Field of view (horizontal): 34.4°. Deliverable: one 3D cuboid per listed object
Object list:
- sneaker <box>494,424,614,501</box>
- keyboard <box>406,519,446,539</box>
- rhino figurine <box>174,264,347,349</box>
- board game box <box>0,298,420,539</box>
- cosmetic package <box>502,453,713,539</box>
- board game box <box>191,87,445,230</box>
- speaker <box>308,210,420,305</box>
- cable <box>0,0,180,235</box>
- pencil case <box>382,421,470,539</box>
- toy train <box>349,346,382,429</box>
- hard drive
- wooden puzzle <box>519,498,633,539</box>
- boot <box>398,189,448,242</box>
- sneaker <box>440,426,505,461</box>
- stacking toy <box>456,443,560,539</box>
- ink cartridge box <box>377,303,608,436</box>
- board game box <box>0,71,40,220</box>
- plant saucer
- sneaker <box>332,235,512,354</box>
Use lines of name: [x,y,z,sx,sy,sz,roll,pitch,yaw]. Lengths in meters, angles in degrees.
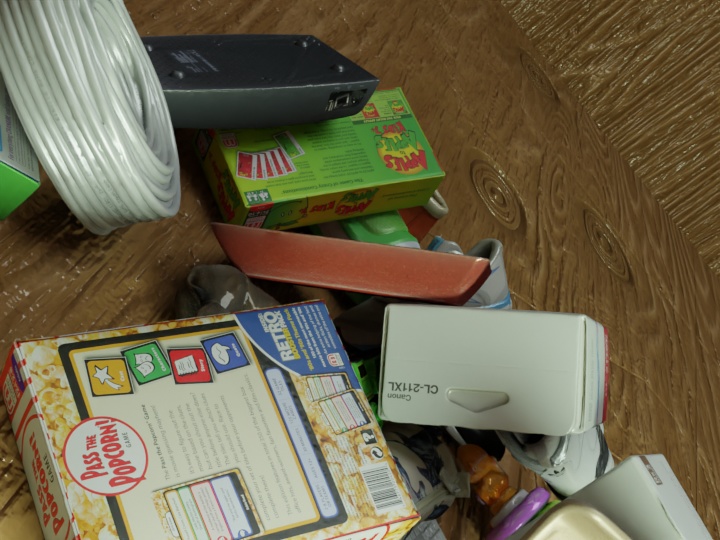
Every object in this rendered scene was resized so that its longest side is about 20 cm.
sneaker: [0.162,0.106,1.040,0.115,0.075,0.202,39,31,-46]
keyboard: [0.024,0.216,0.847,0.057,0.011,0.200,56,22,6]
rhino figurine: [-0.061,0.060,0.842,0.200,0.059,0.088,37,30,-45]
board game box: [-0.082,0.100,0.648,0.198,0.046,0.153,-6,58,-35]
cosmetic package: [0.154,0.226,0.838,0.074,0.199,0.102,13,45,-58]
board game box: [-0.035,-0.097,1.011,0.198,0.048,0.102,-11,64,-30]
speaker: [-0.019,-0.069,1.087,0.201,0.088,0.088,60,23,16]
cable: [-0.183,-0.123,0.776,0.201,0.069,0.201,67,4,-51]
pencil case: [0.007,0.160,0.788,0.200,0.088,0.079,-18,102,-68]
toy train: [-0.010,0.093,0.819,0.200,0.041,0.057,-18,92,-73]
hard drive: [-0.099,-0.160,0.967,0.198,0.043,0.135,-9,32,-32]
wooden puzzle: [0.119,0.250,0.741,0.185,0.200,0.046,42,10,-25]
boot: [0.006,-0.108,1.168,0.201,0.107,0.075,55,24,8]
sneaker: [0.101,0.080,1.099,0.075,0.087,0.201,22,37,-52]
stacking toy: [0.150,0.226,0.988,0.200,0.110,0.116,46,5,12]
ink cartridge box: [0.108,0.074,0.874,0.200,0.144,0.084,20,74,-74]
board game box: [-0.289,-0.136,0.701,0.199,0.040,0.154,32,30,-42]
plant saucer: [0.000,0.000,0.892,0.200,0.197,0.037,15,83,-83]
sneaker: [0.052,0.016,1.015,0.199,0.088,0.075,-17,26,-37]
